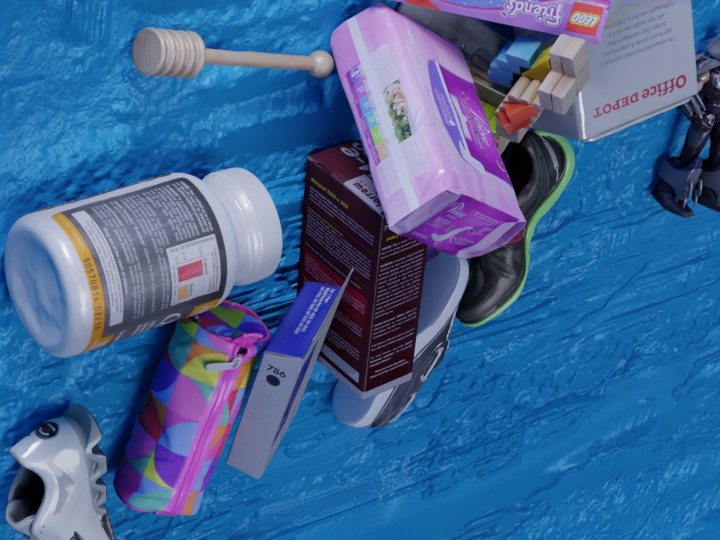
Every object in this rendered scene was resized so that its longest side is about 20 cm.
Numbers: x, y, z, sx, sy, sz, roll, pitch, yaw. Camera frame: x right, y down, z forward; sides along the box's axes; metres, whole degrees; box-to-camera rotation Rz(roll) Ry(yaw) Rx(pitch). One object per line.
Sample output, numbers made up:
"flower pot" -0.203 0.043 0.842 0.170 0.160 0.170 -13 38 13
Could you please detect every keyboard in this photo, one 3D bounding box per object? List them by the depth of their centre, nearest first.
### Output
"keyboard" 0.091 -0.195 1.823 0.056 0.011 0.200 -53 142 11

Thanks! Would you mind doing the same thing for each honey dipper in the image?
"honey dipper" -0.093 -0.166 1.644 0.200 0.038 0.038 0 120 -46

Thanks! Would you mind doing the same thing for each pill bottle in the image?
"pill bottle" -0.168 -0.012 1.632 0.200 0.116 0.116 -18 132 -33

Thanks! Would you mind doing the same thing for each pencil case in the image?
"pencil case" -0.146 0.118 1.786 0.088 0.088 0.200 0 121 -44

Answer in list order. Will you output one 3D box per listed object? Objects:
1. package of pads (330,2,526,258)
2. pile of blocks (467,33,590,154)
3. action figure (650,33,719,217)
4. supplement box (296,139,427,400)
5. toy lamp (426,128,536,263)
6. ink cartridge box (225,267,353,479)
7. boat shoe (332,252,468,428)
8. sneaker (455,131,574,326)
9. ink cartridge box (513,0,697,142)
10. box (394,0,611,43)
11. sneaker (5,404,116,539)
"package of pads" 0.054 -0.113 1.703 0.076 0.200 0.120 -35 147 27
"pile of blocks" 0.121 -0.145 1.753 0.062 0.082 0.200 -55 -172 -26
"action figure" 0.355 -0.152 2.068 0.130 0.069 0.200 -13 125 -31
"supplement box" 0.000 0.000 1.811 0.061 0.109 0.200 -22 134 -32
"toy lamp" 0.088 -0.075 1.873 0.200 0.058 0.058 -47 142 3
"ink cartridge box" -0.063 0.084 1.799 0.099 0.039 0.200 -60 175 -46
"boat shoe" 0.051 0.066 1.943 0.068 0.072 0.200 12 114 -46
"sneaker" 0.125 -0.045 1.935 0.084 0.077 0.200 16 99 -42
"ink cartridge box" 0.210 -0.230 1.806 0.145 0.087 0.200 -23 115 -31
"box" 0.116 -0.271 1.677 0.200 0.039 0.137 11 117 -10
"sneaker" -0.260 0.212 1.763 0.088 0.074 0.200 -24 125 -29
